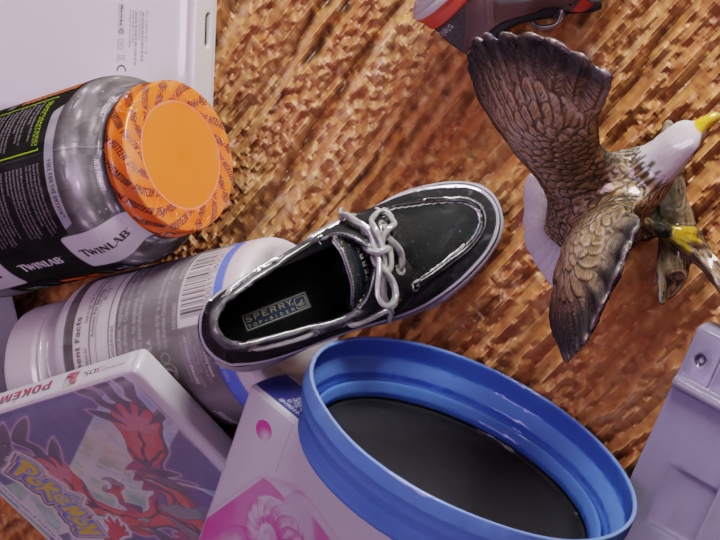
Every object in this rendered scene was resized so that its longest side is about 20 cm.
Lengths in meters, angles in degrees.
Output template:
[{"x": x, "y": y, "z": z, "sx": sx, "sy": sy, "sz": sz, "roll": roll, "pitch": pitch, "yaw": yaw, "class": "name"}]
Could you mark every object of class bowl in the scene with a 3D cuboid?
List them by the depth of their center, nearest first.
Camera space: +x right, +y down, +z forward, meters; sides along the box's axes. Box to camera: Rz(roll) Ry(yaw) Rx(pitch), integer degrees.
[{"x": 0.057, "y": 0.106, "z": 1.022, "sx": 0.200, "sy": 0.200, "sz": 0.040, "roll": 33, "pitch": 112, "yaw": 24, "class": "bowl"}]

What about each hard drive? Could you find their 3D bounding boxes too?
[{"x": -0.187, "y": -0.167, "z": 1.241, "sx": 0.199, "sy": 0.026, "sz": 0.133, "roll": 7, "pitch": 98, "yaw": 30, "class": "hard drive"}]

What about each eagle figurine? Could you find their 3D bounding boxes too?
[{"x": 0.125, "y": -0.041, "z": 0.965, "sx": 0.151, "sy": 0.200, "sz": 0.152, "roll": 30, "pitch": 108, "yaw": 31, "class": "eagle figurine"}]

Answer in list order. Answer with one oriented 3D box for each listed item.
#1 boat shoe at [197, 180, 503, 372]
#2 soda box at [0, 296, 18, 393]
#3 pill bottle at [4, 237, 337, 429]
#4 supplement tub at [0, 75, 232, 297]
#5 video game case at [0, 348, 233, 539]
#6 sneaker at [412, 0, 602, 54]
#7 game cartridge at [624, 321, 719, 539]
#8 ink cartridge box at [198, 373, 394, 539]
[{"x": -0.001, "y": -0.002, "z": 1.063, "sx": 0.199, "sy": 0.068, "sz": 0.074, "roll": -19, "pitch": 83, "yaw": -13, "class": "boat shoe"}, {"x": -0.285, "y": -0.002, "z": 1.278, "sx": 0.063, "sy": 0.068, "sz": 0.201, "roll": 156, "pitch": 100, "yaw": -72, "class": "soda box"}, {"x": -0.125, "y": 0.052, "z": 1.174, "sx": 0.199, "sy": 0.114, "sz": 0.114, "roll": -13, "pitch": 88, "yaw": 31, "class": "pill bottle"}, {"x": -0.186, "y": -0.055, "z": 1.183, "sx": 0.199, "sy": 0.122, "sz": 0.123, "roll": -11, "pitch": 89, "yaw": 39, "class": "supplement tub"}, {"x": -0.147, "y": 0.141, "z": 1.173, "sx": 0.182, "sy": 0.023, "sz": 0.200, "roll": -18, "pitch": 126, "yaw": 33, "class": "video game case"}, {"x": 0.122, "y": -0.193, "z": 1.046, "sx": 0.082, "sy": 0.077, "sz": 0.200, "roll": 44, "pitch": 118, "yaw": -10, "class": "sneaker"}, {"x": 0.210, "y": 0.146, "z": 1.035, "sx": 0.129, "sy": 0.038, "sz": 0.201, "roll": 31, "pitch": 109, "yaw": 29, "class": "game cartridge"}, {"x": -0.014, "y": 0.195, "z": 1.070, "sx": 0.196, "sy": 0.043, "sz": 0.201, "roll": 35, "pitch": 120, "yaw": 29, "class": "ink cartridge box"}]
